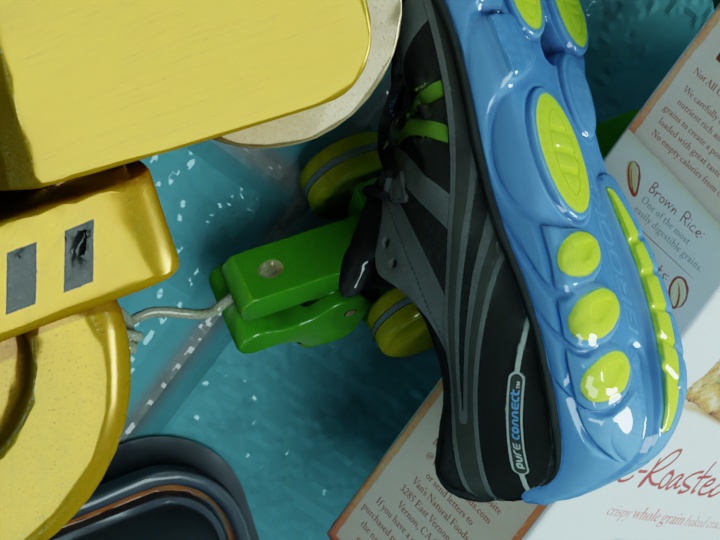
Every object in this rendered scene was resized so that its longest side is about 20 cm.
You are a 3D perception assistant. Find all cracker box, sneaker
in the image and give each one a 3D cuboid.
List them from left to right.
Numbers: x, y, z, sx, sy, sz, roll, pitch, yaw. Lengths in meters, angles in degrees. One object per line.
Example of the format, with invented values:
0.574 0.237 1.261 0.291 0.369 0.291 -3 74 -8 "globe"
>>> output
0.023 -0.032 0.751 0.082 0.201 0.071 -27 155 30 "sneaker"
0.097 0.022 0.814 0.134 0.058 0.200 12 118 -55 "cracker box"

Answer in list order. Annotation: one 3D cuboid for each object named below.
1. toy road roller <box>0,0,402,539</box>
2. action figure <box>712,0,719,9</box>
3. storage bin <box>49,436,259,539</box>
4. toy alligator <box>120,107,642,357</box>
-0.081 -0.012 0.721 0.199 0.123 0.147 -19 103 -10 "toy road roller"
0.107 -0.158 0.791 0.117 0.055 0.201 -12 111 -19 "action figure"
-0.064 0.175 0.817 0.145 0.134 0.201 -20 116 -13 "storage bin"
0.000 0.000 0.818 0.199 0.060 0.054 -21 158 -12 "toy alligator"
